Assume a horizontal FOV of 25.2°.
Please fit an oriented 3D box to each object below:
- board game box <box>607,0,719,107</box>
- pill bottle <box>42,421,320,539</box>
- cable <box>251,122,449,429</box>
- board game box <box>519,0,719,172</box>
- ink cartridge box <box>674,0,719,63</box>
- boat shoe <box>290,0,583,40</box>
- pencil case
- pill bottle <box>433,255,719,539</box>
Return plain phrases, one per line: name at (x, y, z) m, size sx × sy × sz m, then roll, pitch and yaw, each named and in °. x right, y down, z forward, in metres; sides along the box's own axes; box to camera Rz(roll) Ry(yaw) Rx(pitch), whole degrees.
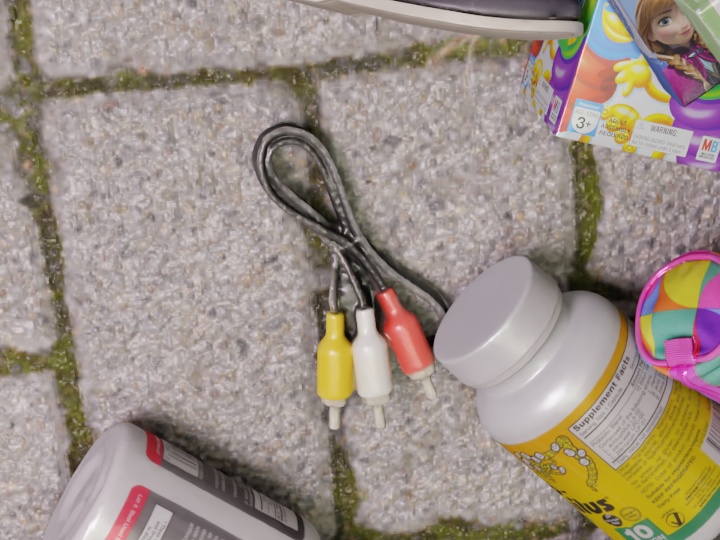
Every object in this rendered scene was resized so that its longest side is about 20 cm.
board game box at (0.194, -0.220, 0.820) m, size 0.200 × 0.043 × 0.199 m, roll -36°, pitch 113°, yaw 7°
pill bottle at (-0.094, 0.189, 1.028) m, size 0.200 × 0.111 × 0.111 m, roll 31°, pitch 105°, yaw -17°
cable at (0.000, 0.000, 0.996) m, size 0.097 × 0.050 × 0.201 m, roll -18°, pitch 113°, yaw -3°
board game box at (0.175, -0.174, 0.918) m, size 0.104 × 0.103 × 0.201 m, roll 11°, pitch 110°, yaw -11°
ink cartridge box at (0.278, -0.150, 0.816) m, size 0.200 × 0.048 × 0.146 m, roll -40°, pitch 117°, yaw 9°
boat shoe at (0.030, -0.169, 0.895) m, size 0.199 × 0.073 × 0.063 m, roll 13°, pitch 95°, yaw 19°
pencil case at (0.258, 0.058, 0.999) m, size 0.200 × 0.088 × 0.088 m, roll 27°, pitch 107°, yaw -34°
pill bottle at (0.145, 0.084, 1.012) m, size 0.200 × 0.113 × 0.113 m, roll 41°, pitch 102°, yaw -19°
